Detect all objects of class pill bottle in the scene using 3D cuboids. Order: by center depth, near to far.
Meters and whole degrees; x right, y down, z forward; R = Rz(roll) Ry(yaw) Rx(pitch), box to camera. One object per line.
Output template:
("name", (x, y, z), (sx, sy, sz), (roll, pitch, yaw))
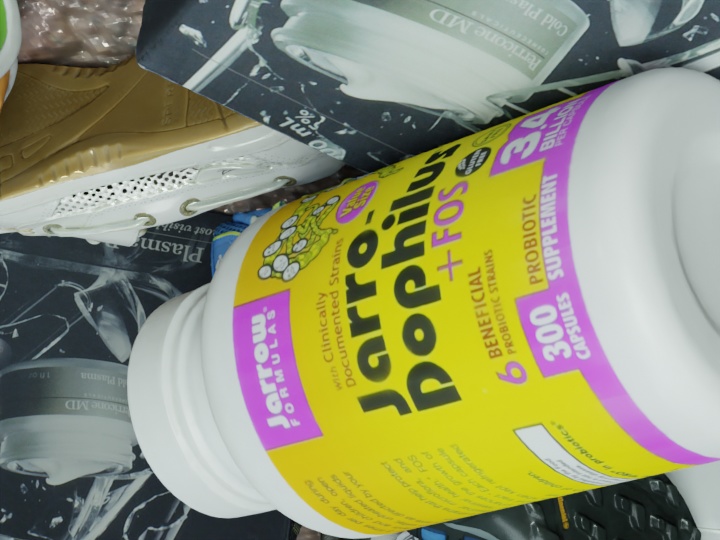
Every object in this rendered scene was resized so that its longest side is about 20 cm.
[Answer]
("pill bottle", (0.026, 0.019, 0.601), (0.200, 0.104, 0.104), (-19, 138, 39))

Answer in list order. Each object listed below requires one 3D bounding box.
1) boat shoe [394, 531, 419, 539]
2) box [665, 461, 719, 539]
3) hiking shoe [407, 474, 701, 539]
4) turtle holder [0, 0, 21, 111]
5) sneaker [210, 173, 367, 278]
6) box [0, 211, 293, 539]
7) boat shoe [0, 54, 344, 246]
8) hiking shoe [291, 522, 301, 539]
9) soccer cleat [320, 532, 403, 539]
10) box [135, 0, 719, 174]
("boat shoe", (0.070, 0.172, 0.994), (0.074, 0.068, 0.199), (-25, 152, 2))
("box", (0.169, 0.121, 0.950), (0.124, 0.098, 0.200), (7, 147, 4))
("hiking shoe", (0.056, 0.084, 0.815), (0.200, 0.074, 0.087), (39, 167, -30))
("turtle holder", (-0.188, -0.094, 0.689), (0.132, 0.186, 0.141), (-18, 171, 35))
("sneaker", (0.000, 0.000, 0.758), (0.105, 0.076, 0.200), (-10, 171, -5))
("box", (-0.122, 0.068, 0.858), (0.200, 0.182, 0.104), (9, 148, -2))
("boat shoe", (-0.099, -0.037, 0.793), (0.200, 0.071, 0.069), (-8, 142, 21))
("hiking shoe", (-0.113, 0.116, 1.002), (0.200, 0.101, 0.076), (-12, 141, 29))
("soccer cleat", (0.036, 0.101, 0.990), (0.086, 0.070, 0.200), (-2, 151, -13))
("box", (0.073, -0.110, 0.600), (0.200, 0.124, 0.197), (24, 146, -22))
